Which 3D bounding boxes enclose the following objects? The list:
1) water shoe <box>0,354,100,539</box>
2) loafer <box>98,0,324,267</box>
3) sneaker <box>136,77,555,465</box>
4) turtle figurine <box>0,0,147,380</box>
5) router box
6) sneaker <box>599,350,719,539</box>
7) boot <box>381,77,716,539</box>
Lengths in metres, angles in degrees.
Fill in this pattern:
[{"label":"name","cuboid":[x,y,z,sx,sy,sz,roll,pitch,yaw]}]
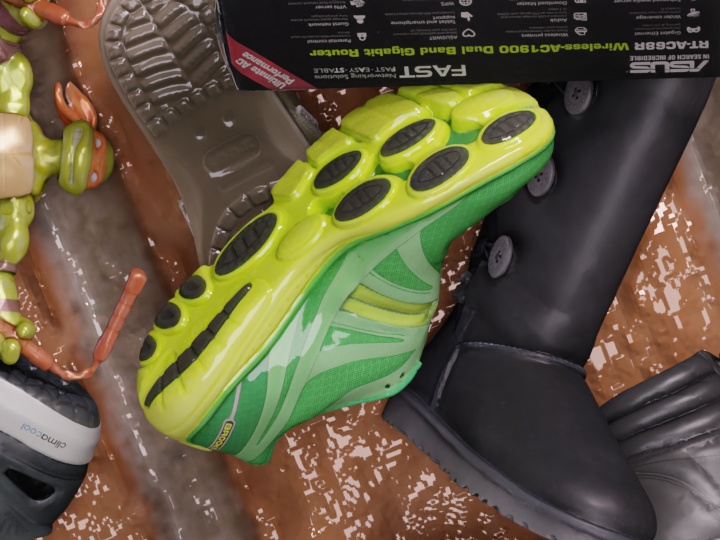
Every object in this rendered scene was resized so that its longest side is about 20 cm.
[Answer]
[{"label":"water shoe","cuboid":[-0.209,0.051,1.239,0.200,0.072,0.079,25,100,2]},{"label":"loafer","cuboid":[-0.041,-0.040,1.224,0.076,0.068,0.200,-20,110,11]},{"label":"sneaker","cuboid":[0.000,0.000,1.173,0.200,0.074,0.084,-41,130,15]},{"label":"turtle figurine","cuboid":[-0.170,-0.056,1.228,0.161,0.064,0.200,1,93,-10]},{"label":"router box","cuboid":[0.046,-0.147,1.165,0.200,0.062,0.150,-1,53,6]},{"label":"sneaker","cuboid":[0.184,0.073,1.219,0.200,0.071,0.099,-10,66,-15]},{"label":"boot","cuboid":[0.097,0.000,1.180,0.066,0.165,0.200,22,97,-39]}]
